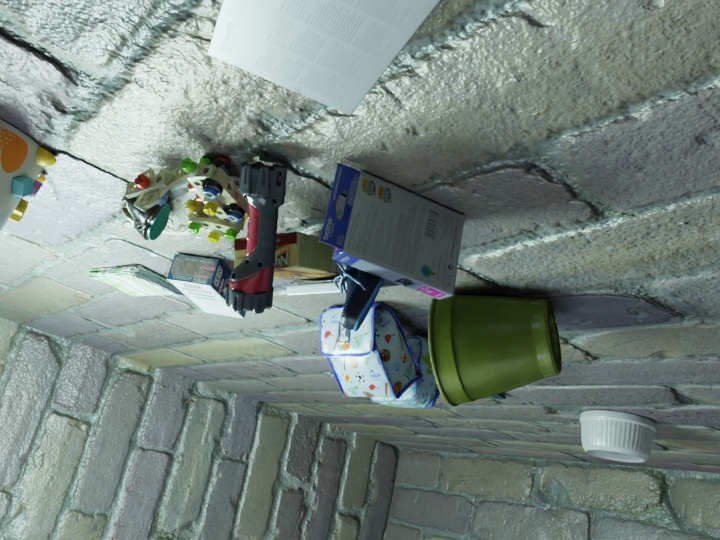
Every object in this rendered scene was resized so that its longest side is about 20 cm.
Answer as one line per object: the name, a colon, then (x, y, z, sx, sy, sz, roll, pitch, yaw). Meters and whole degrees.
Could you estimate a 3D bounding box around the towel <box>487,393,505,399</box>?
towel: (0.293, 0.340, 1.880, 0.199, 0.022, 0.146, -9, 152, 41)

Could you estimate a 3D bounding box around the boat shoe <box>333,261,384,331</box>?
boat shoe: (0.000, 0.000, 0.912, 0.068, 0.200, 0.084, 24, 133, -1)

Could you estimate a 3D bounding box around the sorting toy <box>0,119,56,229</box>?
sorting toy: (-0.554, -0.101, 0.997, 0.107, 0.181, 0.200, 24, 157, -28)

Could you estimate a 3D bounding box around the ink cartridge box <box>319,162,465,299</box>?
ink cartridge box: (0.041, -0.050, 0.866, 0.199, 0.120, 0.042, 21, 157, -23)

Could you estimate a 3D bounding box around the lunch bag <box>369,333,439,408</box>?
lunch bag: (0.105, 0.230, 1.507, 0.082, 0.162, 0.200, 17, 162, -28)

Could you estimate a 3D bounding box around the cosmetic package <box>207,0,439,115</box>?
cosmetic package: (-0.036, -0.223, 0.557, 0.150, 0.052, 0.200, 17, 159, -18)

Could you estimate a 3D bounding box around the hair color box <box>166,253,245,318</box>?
hair color box: (-0.312, 0.036, 1.383, 0.100, 0.061, 0.200, 7, 159, 13)

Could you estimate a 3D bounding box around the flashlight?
flashlight: (-0.145, -0.045, 0.895, 0.067, 0.201, 0.068, -5, -161, -32)

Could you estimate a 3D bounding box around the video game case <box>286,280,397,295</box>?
video game case: (-0.003, 0.022, 1.101, 0.143, 0.018, 0.200, -5, 179, 41)

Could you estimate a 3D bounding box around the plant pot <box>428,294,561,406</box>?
plant pot: (0.240, 0.126, 1.140, 0.192, 0.201, 0.200, -10, 152, 23)

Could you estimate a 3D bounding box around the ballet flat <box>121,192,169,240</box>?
ballet flat: (-0.340, -0.098, 1.042, 0.068, 0.068, 0.200, 35, 163, -10)

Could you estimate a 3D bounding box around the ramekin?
ramekin: (0.712, 0.465, 1.837, 0.199, 0.106, 0.200, 12, 160, 4)

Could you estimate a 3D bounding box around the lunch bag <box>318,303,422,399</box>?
lunch bag: (0.009, 0.165, 1.394, 0.170, 0.124, 0.201, -7, 109, 43)

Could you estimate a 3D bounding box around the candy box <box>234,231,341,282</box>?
candy box: (-0.090, -0.017, 1.027, 0.115, 0.056, 0.200, -4, 174, 28)

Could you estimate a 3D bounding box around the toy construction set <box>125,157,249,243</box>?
toy construction set: (-0.231, -0.105, 0.943, 0.131, 0.093, 0.200, 3, 168, 25)

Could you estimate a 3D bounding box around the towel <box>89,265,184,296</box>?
towel: (-0.525, 0.033, 1.547, 0.199, 0.031, 0.149, -4, 153, 38)
